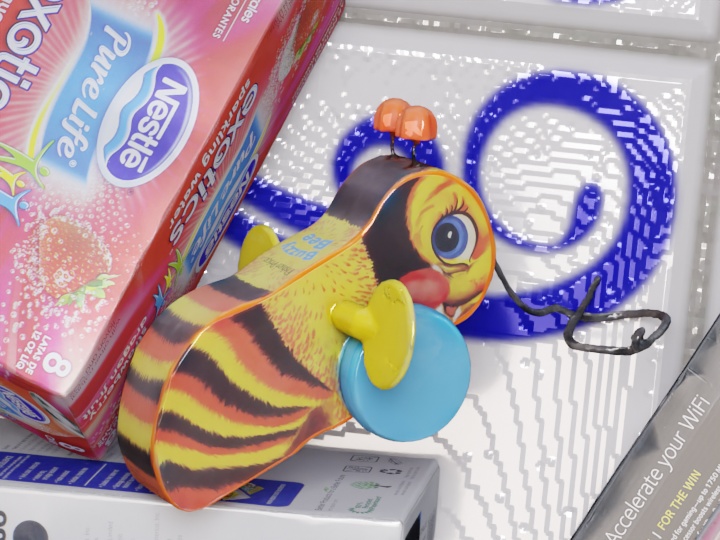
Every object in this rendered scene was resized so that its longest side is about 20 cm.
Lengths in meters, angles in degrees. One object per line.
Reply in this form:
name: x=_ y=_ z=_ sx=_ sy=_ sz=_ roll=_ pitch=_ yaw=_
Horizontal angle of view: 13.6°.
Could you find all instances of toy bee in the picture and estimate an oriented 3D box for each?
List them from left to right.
toy bee: x=0.000 y=0.000 z=1.049 sx=0.130 sy=0.200 sz=0.109 roll=4 pitch=113 yaw=43

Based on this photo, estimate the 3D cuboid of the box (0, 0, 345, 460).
box: x=-0.089 y=-0.049 z=1.054 sx=0.095 sy=0.100 sz=0.201 roll=26 pitch=76 yaw=9

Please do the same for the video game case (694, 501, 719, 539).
video game case: x=0.221 y=0.113 z=1.031 sx=0.199 sy=0.022 sz=0.183 roll=35 pitch=95 yaw=6

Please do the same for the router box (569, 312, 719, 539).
router box: x=0.157 y=0.105 z=1.078 sx=0.149 sy=0.051 sz=0.201 roll=34 pitch=96 yaw=7

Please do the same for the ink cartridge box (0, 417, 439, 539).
ink cartridge box: x=-0.075 y=0.085 z=1.086 sx=0.198 sy=0.099 sz=0.040 roll=6 pitch=101 yaw=9
